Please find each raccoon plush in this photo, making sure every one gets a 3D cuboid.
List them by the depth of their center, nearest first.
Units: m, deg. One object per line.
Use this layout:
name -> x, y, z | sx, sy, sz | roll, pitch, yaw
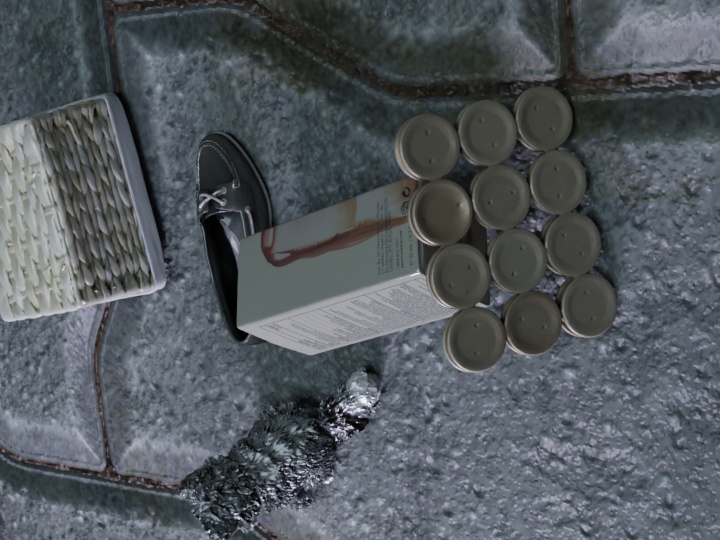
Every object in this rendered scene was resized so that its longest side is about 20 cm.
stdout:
raccoon plush -> -0.083, 0.162, 1.151 | 0.097, 0.133, 0.201 | 42, 123, 19

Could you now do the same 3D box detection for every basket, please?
basket -> -0.296, -0.058, 1.236 | 0.134, 0.123, 0.203 | -9, 97, 35

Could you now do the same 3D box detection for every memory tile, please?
memory tile -> 0.112, -0.032, 0.968 | 0.017, 0.152, 0.202 | -176, 71, -71

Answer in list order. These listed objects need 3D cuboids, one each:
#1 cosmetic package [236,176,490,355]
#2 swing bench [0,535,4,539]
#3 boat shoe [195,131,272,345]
cosmetic package -> 0.000, 0.000, 1.057 | 0.198, 0.103, 0.088 | -17, 63, 35
swing bench -> -0.564, 0.282, 1.530 | 0.198, 0.129, 0.202 | -28, 81, 37
boat shoe -> -0.117, -0.028, 1.170 | 0.066, 0.057, 0.202 | -13, 95, 36
